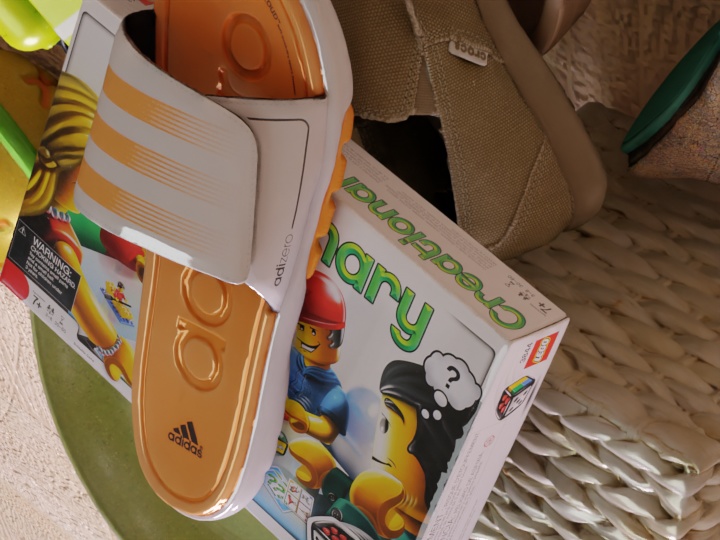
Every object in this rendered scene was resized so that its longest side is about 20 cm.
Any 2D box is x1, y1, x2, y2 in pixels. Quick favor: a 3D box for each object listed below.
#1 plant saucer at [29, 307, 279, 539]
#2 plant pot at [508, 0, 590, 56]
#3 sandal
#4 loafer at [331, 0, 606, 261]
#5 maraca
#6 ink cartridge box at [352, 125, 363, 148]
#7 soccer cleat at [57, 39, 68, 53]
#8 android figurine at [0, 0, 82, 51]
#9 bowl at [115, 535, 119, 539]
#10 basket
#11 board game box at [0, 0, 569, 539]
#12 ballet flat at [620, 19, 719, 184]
[{"bbox_3d":[-0.043,0.030,0.882,0.199,0.031,0.201,17,116,39],"label":"plant saucer"},{"bbox_3d":[0.019,-0.170,0.840,0.201,0.093,0.201,38,157,20],"label":"plant pot"},{"bbox_3d":[-0.054,-0.007,0.764,0.079,0.059,0.208,23,117,34],"label":"sandal"},{"bbox_3d":[0.008,-0.080,0.802,0.200,0.067,0.076,53,156,-18],"label":"loafer"},{"bbox_3d":[-0.216,-0.080,1.376,0.200,0.107,0.137,54,161,-9],"label":"maraca"},{"bbox_3d":[0.000,0.000,1.105,0.164,0.075,0.200,9,146,14],"label":"ink cartridge box"},{"bbox_3d":[-0.119,-0.121,1.145,0.200,0.081,0.068,47,157,17],"label":"soccer cleat"},{"bbox_3d":[-0.093,-0.155,0.997,0.182,0.041,0.200,-35,107,25],"label":"android figurine"},{"bbox_3d":[-0.051,0.123,1.364,0.200,0.075,0.200,31,-165,-26],"label":"bowl"},{"bbox_3d":[0.093,0.063,0.919,0.200,0.198,0.162,33,128,32],"label":"basket"},{"bbox_3d":[-0.032,0.009,0.816,0.200,0.035,0.127,39,127,25],"label":"board game box"},{"bbox_3d":[0.145,-0.066,0.836,0.067,0.068,0.200,37,158,3],"label":"ballet flat"}]
